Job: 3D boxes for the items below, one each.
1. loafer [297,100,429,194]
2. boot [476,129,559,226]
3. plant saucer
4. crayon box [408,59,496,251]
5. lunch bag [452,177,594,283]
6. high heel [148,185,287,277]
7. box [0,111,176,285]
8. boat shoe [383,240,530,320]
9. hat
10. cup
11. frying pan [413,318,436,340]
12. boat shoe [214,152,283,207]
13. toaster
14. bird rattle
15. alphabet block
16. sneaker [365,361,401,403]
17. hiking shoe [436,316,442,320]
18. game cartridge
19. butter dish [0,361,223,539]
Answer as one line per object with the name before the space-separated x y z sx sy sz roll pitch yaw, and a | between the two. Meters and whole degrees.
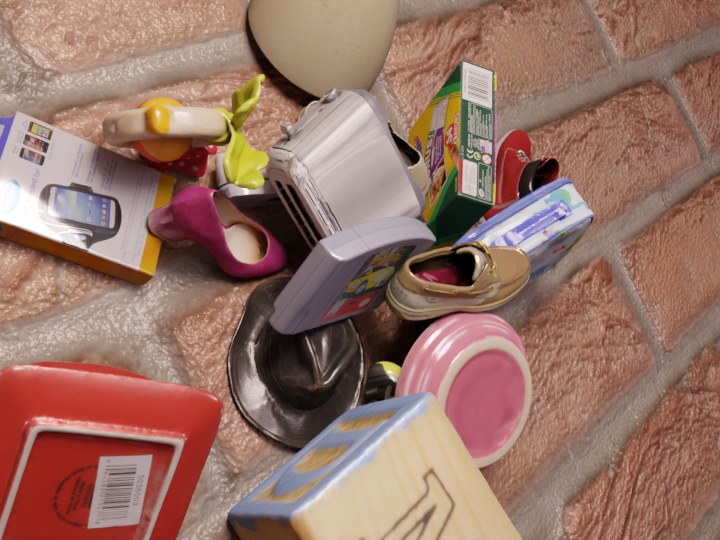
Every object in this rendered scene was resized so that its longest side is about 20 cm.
loafer | 0.008 -0.166 1.040 0.198 0.069 0.076 32 59 10
boot | 0.253 -0.158 1.220 0.072 0.144 0.202 37 52 -17
plant saucer | 0.130 0.148 0.947 0.197 0.050 0.205 -6 101 -33
crayon box | 0.116 -0.141 1.082 0.057 0.173 0.204 13 63 -17
lunch bag | 0.207 -0.032 1.082 0.198 0.161 0.083 -31 74 -10
high heel | -0.127 -0.043 0.887 0.199 0.095 0.069 27 57 -47
box | -0.295 -0.074 0.828 0.197 0.041 0.121 22 60 -27
boat shoe | 0.122 0.004 0.926 0.197 0.067 0.075 -16 58 -30
hat | -0.051 0.094 0.921 0.198 0.080 0.205 15 64 -34
cup | -0.028 -0.344 1.053 0.197 0.143 0.203 20 50 -25
frying pan | 0.077 0.031 1.017 0.191 0.030 0.117 60 32 -56
boat shoe | -0.084 -0.119 0.987 0.197 0.073 0.067 -6 80 -40
toaster | -0.016 -0.096 0.922 0.129 0.113 0.202 -38 119 -15
bird rattle | -0.188 -0.150 0.838 0.161 0.197 0.115 -3 101 -49
alphabet block | 0.016 0.267 0.817 0.195 0.195 0.202 -34 93 -29
sneaker | 0.081 0.158 1.008 0.199 0.077 0.092 41 51 -32
hiking shoe | 0.139 0.100 1.049 0.200 0.074 0.103 44 52 -51
game cartridge | 0.000 0.000 0.878 0.041 0.134 0.199 46 31 20
butter dish | -0.248 0.155 0.711 0.197 0.148 0.203 14 105 -32
